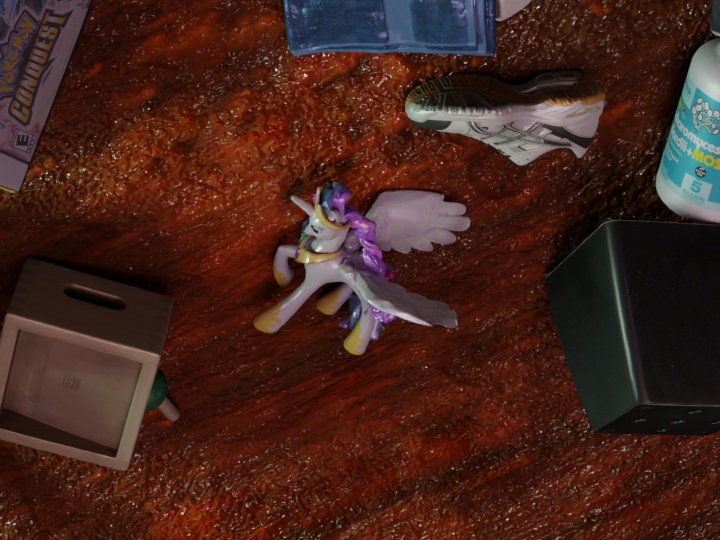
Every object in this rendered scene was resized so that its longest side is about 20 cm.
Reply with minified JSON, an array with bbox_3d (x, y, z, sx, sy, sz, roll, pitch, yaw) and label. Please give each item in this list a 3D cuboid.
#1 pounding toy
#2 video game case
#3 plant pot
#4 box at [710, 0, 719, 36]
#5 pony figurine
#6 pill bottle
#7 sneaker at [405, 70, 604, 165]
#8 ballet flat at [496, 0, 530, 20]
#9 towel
[{"bbox_3d":[-0.270,0.101,1.688,0.198,0.143,0.185,15,123,-8],"label":"pounding toy"},{"bbox_3d":[-0.333,-0.185,1.413,0.180,0.025,0.202,21,91,-48],"label":"video game case"},{"bbox_3d":[0.317,0.068,1.674,0.198,0.179,0.200,2,162,-13],"label":"plant pot"},{"bbox_3d":[0.395,-0.312,1.455,0.148,0.104,0.201,-39,138,-33],"label":"box"},{"bbox_3d":[0.000,0.000,1.649,0.191,0.168,0.201,15,139,-11],"label":"pony figurine"},{"bbox_3d":[0.365,-0.151,1.609,0.110,0.111,0.202,2,126,-12],"label":"pill bottle"},{"bbox_3d":[0.140,-0.139,1.599,0.198,0.076,0.088,-1,127,-9],"label":"sneaker"},{"bbox_3d":[0.127,-0.317,1.474,0.069,0.070,0.201,-14,135,0],"label":"ballet flat"},{"bbox_3d":[0.024,-0.247,1.476,0.198,0.049,0.113,3,128,11],"label":"towel"}]
